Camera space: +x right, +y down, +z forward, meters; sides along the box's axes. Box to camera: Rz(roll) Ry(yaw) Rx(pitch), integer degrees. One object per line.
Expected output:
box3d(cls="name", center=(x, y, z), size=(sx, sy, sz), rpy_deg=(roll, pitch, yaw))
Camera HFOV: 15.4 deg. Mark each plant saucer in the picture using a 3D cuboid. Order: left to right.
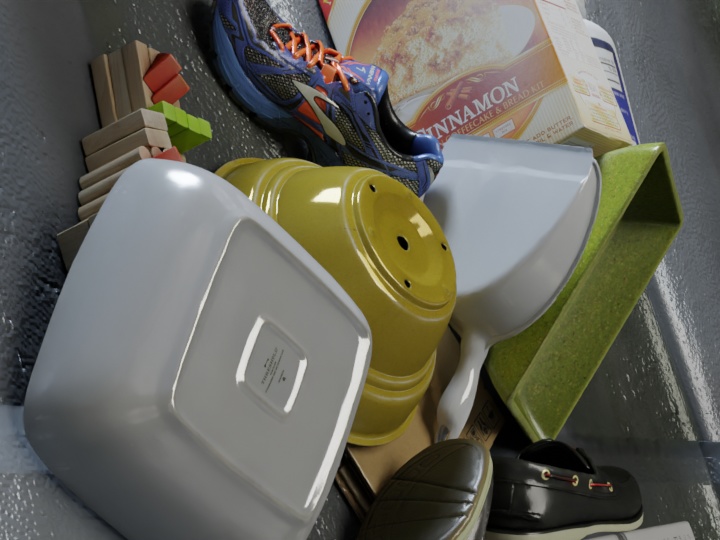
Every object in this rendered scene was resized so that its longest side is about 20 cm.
box3d(cls="plant saucer", center=(0.143, 0.014, 1.800), size=(0.048, 0.200, 0.200), rpy_deg=(29, -7, 16))

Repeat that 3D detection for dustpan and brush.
box3d(cls="dustpan and brush", center=(0.078, 0.017, 1.709), size=(0.057, 0.139, 0.200), rpy_deg=(38, 70, -41))

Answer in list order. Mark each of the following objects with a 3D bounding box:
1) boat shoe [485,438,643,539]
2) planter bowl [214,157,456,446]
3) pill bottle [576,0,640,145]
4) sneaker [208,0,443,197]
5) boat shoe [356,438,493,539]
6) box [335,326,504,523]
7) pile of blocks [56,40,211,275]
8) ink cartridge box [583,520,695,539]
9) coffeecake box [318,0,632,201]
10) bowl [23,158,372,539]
box3d(cls="boat shoe", center=(0.139, 0.146, 1.791), size=(0.201, 0.073, 0.063), rpy_deg=(0, 94, -61))
box3d(cls="planter bowl", center=(0.000, 0.000, 1.628), size=(0.200, 0.083, 0.201), rpy_deg=(38, 35, -33))
box3d(cls="pill bottle", center=(0.139, -0.119, 1.967), size=(0.120, 0.119, 0.201), rpy_deg=(21, 51, -53))
box3d(cls="sneaker", center=(-0.020, -0.118, 1.723), size=(0.200, 0.078, 0.075), rpy_deg=(46, 30, -20))
box3d(cls="boat shoe", center=(0.034, 0.190, 1.589), size=(0.066, 0.072, 0.201), rpy_deg=(63, 38, -36))
box3d(cls="box", center=(0.020, 0.078, 1.706), size=(0.164, 0.021, 0.200), rpy_deg=(59, 29, -12))
box3d(cls="pile of blocks", center=(-0.117, -0.054, 1.530), size=(0.082, 0.062, 0.200), rpy_deg=(45, 35, -34))
box3d(cls="ink cartridge box", center=(0.168, 0.252, 1.762), size=(0.200, 0.084, 0.147), rpy_deg=(0, 68, -61))
box3d(cls="coffeecake box", center=(0.074, -0.142, 1.817), size=(0.073, 0.153, 0.201), rpy_deg=(13, 52, -56))
box3d(cls="bowl", center=(-0.072, 0.055, 1.450), size=(0.200, 0.074, 0.200), rpy_deg=(45, 52, -37))
